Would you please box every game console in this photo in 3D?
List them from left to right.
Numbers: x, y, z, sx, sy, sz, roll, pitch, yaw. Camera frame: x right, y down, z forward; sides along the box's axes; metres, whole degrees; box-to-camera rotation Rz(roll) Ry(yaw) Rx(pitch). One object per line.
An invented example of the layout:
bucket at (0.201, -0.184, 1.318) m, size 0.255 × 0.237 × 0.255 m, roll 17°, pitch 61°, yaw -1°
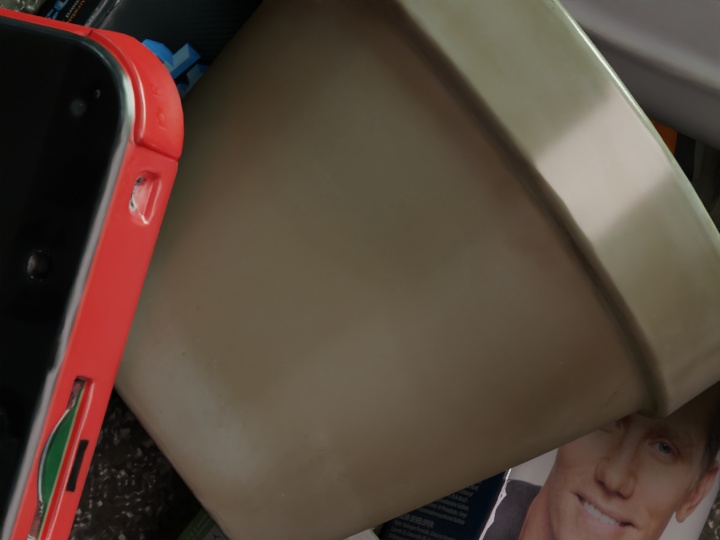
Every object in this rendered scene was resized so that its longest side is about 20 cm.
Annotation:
game console at (-0.152, 0.010, 0.895) m, size 0.031 × 0.176 × 0.201 m, roll 25°, pitch 80°, yaw -61°

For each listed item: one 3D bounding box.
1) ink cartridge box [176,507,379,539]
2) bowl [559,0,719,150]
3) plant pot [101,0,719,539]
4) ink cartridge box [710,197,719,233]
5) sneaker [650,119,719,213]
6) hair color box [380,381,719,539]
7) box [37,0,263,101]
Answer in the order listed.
ink cartridge box at (-0.028, 0.161, 0.945) m, size 0.048 × 0.200 × 0.146 m, roll 36°, pitch 95°, yaw -31°
bowl at (0.130, -0.126, 0.898) m, size 0.075 × 0.200 × 0.200 m, roll -19°, pitch 131°, yaw -56°
plant pot at (0.000, 0.000, 0.933) m, size 0.173 × 0.200 × 0.200 m, roll -38°, pitch 115°, yaw -5°
ink cartridge box at (0.184, -0.039, 1.154) m, size 0.200 × 0.067 × 0.117 m, roll 21°, pitch 83°, yaw -33°
sneaker at (0.081, -0.113, 1.052) m, size 0.112 × 0.078 × 0.201 m, roll -1°, pitch 71°, yaw 6°
hair color box at (0.073, 0.093, 1.103) m, size 0.100 × 0.060 × 0.200 m, roll 29°, pitch 79°, yaw -32°
box at (-0.032, -0.036, 1.029) m, size 0.200 × 0.046 × 0.159 m, roll 44°, pitch 73°, yaw -29°
